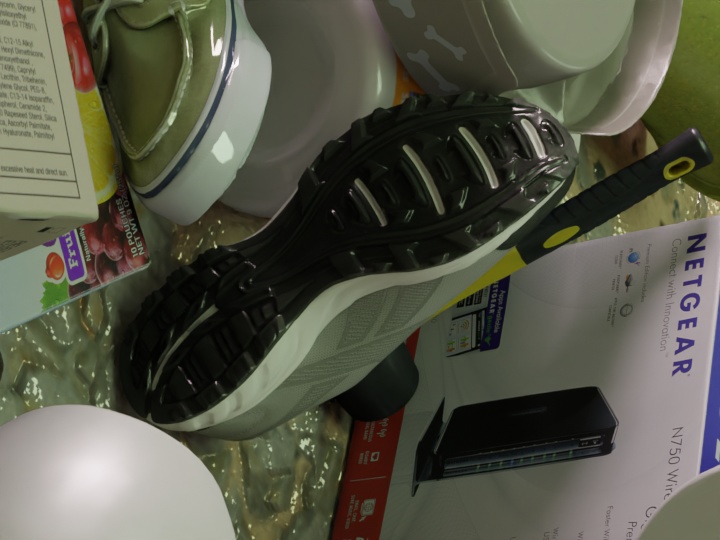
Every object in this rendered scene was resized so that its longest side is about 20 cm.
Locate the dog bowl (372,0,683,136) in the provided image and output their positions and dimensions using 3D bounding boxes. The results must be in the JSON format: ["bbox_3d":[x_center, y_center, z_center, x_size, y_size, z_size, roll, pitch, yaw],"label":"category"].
[{"bbox_3d":[0.066,-0.151,0.958,0.200,0.059,0.201,10,78,-56],"label":"dog bowl"}]

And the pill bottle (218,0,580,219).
[{"bbox_3d":[0.016,-0.071,1.029,0.200,0.112,0.112,6,75,-56],"label":"pill bottle"}]

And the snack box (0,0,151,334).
[{"bbox_3d":[-0.163,-0.039,0.791,0.200,0.053,0.143,-27,101,-57],"label":"snack box"}]

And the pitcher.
[{"bbox_3d":[-0.093,0.139,0.731,0.121,0.171,0.200,44,46,-29],"label":"pitcher"}]

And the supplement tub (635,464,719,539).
[{"bbox_3d":[0.195,0.128,0.889,0.200,0.132,0.132,4,77,-58],"label":"supplement tub"}]

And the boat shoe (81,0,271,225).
[{"bbox_3d":[-0.081,-0.096,0.910,0.062,0.072,0.200,31,29,-29],"label":"boat shoe"}]

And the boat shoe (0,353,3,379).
[{"bbox_3d":[-0.160,0.098,0.695,0.200,0.065,0.073,-57,160,-26],"label":"boat shoe"}]

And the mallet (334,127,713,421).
[{"bbox_3d":[0.058,-0.011,1.012,0.066,0.200,0.041,46,14,-34],"label":"mallet"}]

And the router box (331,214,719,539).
[{"bbox_3d":[0.080,0.083,1.013,0.049,0.179,0.200,47,43,-41],"label":"router box"}]

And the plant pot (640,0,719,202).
[{"bbox_3d":[0.181,-0.159,1.268,0.184,0.200,0.201,24,59,-40],"label":"plant pot"}]

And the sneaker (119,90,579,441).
[{"bbox_3d":[0.000,0.000,0.924,0.079,0.200,0.074,36,23,-58],"label":"sneaker"}]

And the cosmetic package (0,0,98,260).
[{"bbox_3d":[-0.155,-0.102,0.711,0.103,0.073,0.200,4,71,-55],"label":"cosmetic package"}]
